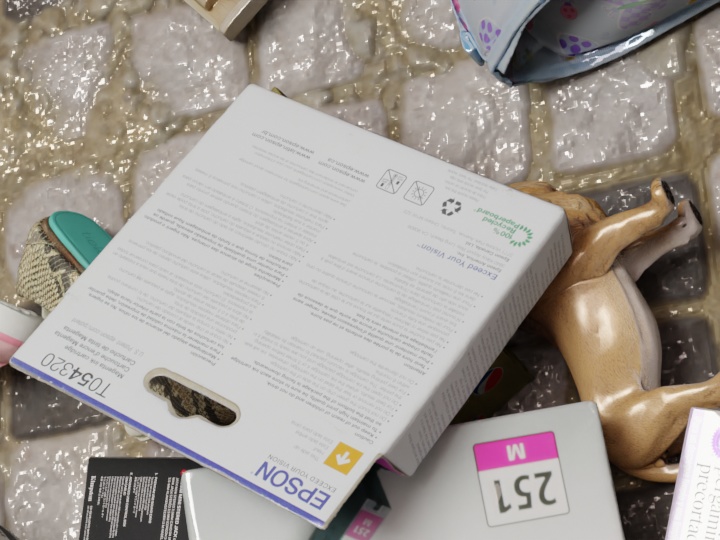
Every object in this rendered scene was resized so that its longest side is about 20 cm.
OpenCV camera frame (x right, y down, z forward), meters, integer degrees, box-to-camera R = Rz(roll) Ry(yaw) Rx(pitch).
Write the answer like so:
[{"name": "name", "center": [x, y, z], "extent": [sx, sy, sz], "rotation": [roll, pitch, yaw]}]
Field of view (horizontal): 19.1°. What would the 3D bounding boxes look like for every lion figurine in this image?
[{"name": "lion figurine", "center": [0.124, 0.035, 1.046], "extent": [0.122, 0.072, 0.201], "rotation": [-30, 68, 21]}]

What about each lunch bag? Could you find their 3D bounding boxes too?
[{"name": "lunch bag", "center": [0.119, -0.209, 1.099], "extent": [0.199, 0.127, 0.170], "rotation": [-28, 62, 21]}]

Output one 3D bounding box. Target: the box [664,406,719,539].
[{"name": "box", "center": [0.153, 0.164, 0.966], "extent": [0.038, 0.041, 0.201], "rotation": [9, 83, 27]}]

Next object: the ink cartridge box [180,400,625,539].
[{"name": "ink cartridge box", "center": [0.028, 0.163, 0.985], "extent": [0.199, 0.044, 0.175], "rotation": [-9, 74, -5]}]

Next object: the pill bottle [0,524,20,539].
[{"name": "pill bottle", "center": [-0.230, 0.171, 1.083], "extent": [0.112, 0.200, 0.114], "rotation": [-8, 70, 21]}]

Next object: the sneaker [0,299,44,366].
[{"name": "sneaker", "center": [-0.255, 0.056, 1.194], "extent": [0.200, 0.075, 0.105], "rotation": [6, 76, 43]}]

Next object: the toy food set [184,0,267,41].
[{"name": "toy food set", "center": [-0.091, -0.240, 1.237], "extent": [0.144, 0.060, 0.200], "rotation": [-49, 61, 2]}]

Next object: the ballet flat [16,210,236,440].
[{"name": "ballet flat", "center": [-0.122, 0.045, 1.163], "extent": [0.200, 0.068, 0.076], "rotation": [39, 112, 35]}]

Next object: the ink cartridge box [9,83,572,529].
[{"name": "ink cartridge box", "center": [-0.032, 0.017, 1.020], "extent": [0.196, 0.043, 0.200], "rotation": [24, 63, 30]}]

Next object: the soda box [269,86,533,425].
[{"name": "soda box", "center": [0.000, 0.000, 1.113], "extent": [0.064, 0.068, 0.200], "rotation": [-42, 61, 6]}]

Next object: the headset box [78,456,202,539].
[{"name": "headset box", "center": [-0.043, 0.172, 1.070], "extent": [0.199, 0.075, 0.150], "rotation": [-3, 73, 23]}]
